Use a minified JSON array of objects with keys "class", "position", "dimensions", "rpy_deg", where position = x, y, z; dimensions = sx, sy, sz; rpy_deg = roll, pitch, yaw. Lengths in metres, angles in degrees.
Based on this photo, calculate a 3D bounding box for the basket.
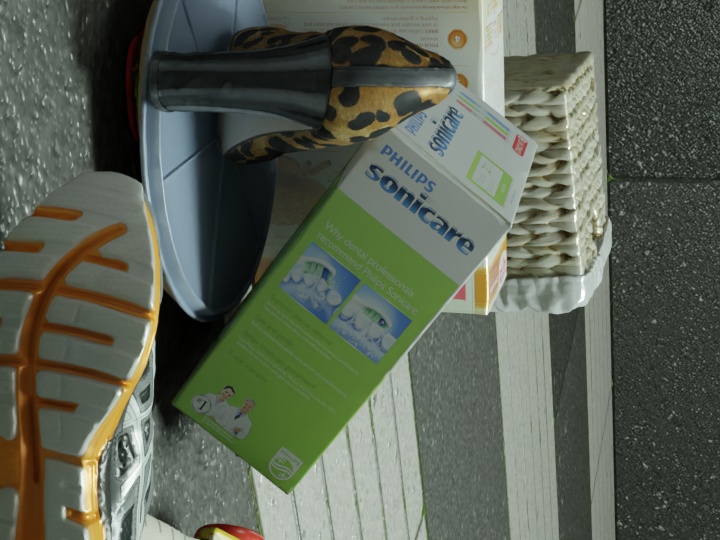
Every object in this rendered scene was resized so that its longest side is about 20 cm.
[{"class":"basket","position":[0.082,-0.069,1.125],"dimensions":[0.198,0.197,0.163],"rpy_deg":[-44,132,-69]}]

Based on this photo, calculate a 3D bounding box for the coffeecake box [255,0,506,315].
[{"class":"coffeecake box","position":[0.010,-0.082,0.932],"dimensions":[0.073,0.151,0.203],"rpy_deg":[-50,140,-65]}]

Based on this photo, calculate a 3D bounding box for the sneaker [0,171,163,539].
[{"class":"sneaker","position":[-0.118,0.059,0.634],"dimensions":[0.077,0.077,0.203],"rpy_deg":[-8,111,-74]}]

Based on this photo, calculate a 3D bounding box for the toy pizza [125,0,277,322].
[{"class":"toy pizza","position":[-0.086,-0.074,0.809],"dimensions":[0.200,0.031,0.203],"rpy_deg":[2,90,-76]}]

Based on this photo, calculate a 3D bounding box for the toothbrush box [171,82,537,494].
[{"class":"toothbrush box","position":[0.000,0.000,0.831],"dimensions":[0.201,0.086,0.146],"rpy_deg":[-53,-177,23]}]

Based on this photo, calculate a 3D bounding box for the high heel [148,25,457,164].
[{"class":"high heel","position":[-0.007,-0.089,0.767],"dimensions":[0.200,0.140,0.073],"rpy_deg":[-19,110,-75]}]

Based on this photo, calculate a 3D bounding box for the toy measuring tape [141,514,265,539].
[{"class":"toy measuring tape","position":[-0.097,0.156,0.784],"dimensions":[0.200,0.073,0.075],"rpy_deg":[38,53,-44]}]
